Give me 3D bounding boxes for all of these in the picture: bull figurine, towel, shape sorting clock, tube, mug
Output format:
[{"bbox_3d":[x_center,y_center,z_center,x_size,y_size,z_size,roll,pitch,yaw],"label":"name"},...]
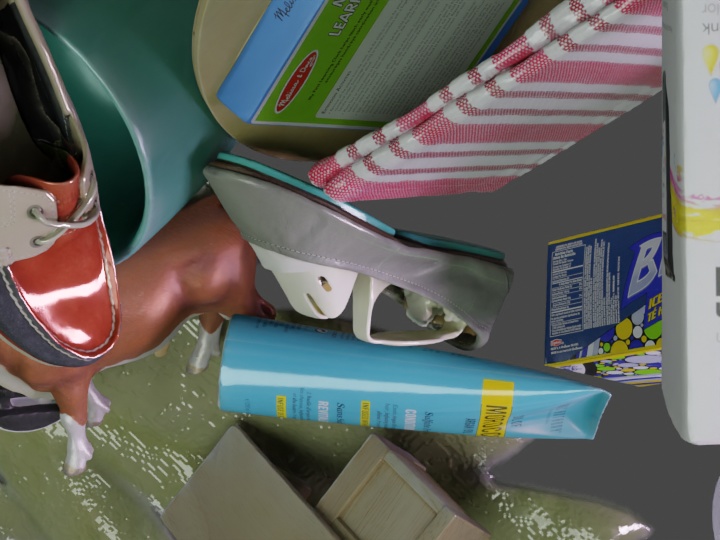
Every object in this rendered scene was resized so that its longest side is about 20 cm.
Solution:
[{"bbox_3d":[-0.138,0.031,0.915,0.199,0.065,0.122,-22,122,-6],"label":"bull figurine"},{"bbox_3d":[0.087,-0.087,0.758,0.199,0.146,0.030,-31,77,32],"label":"towel"},{"bbox_3d":[0.017,-0.125,0.753,0.039,0.199,0.201,55,130,28],"label":"shape sorting clock"},{"bbox_3d":[0.027,0.061,0.887,0.198,0.051,0.078,8,163,3],"label":"tube"},{"bbox_3d":[-0.137,-0.090,0.810,0.184,0.115,0.152,-19,114,47],"label":"mug"}]

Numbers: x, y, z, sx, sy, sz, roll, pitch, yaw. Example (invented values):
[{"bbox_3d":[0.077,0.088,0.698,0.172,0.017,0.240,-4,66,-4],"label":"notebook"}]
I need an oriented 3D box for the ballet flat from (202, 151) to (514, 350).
[{"bbox_3d":[0.000,0.000,0.818,0.067,0.199,0.064,18,90,46],"label":"ballet flat"}]

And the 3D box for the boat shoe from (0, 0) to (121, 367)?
[{"bbox_3d":[-0.142,-0.044,0.713,0.062,0.071,0.201,4,122,41],"label":"boat shoe"}]

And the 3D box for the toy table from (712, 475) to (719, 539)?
[{"bbox_3d":[0.218,0.186,0.828,0.183,0.117,0.201,-10,120,48],"label":"toy table"}]

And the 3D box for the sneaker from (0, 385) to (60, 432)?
[{"bbox_3d":[-0.191,-0.015,0.959,0.075,0.081,0.202,4,108,-24],"label":"sneaker"}]

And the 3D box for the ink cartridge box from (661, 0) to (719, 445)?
[{"bbox_3d":[0.182,-0.045,0.613,0.146,0.086,0.202,-2,99,7],"label":"ink cartridge box"}]

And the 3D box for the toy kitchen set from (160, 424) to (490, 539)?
[{"bbox_3d":[-0.010,0.199,1.003,0.200,0.180,0.163,-52,47,3],"label":"toy kitchen set"}]

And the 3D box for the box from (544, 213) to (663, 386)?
[{"bbox_3d":[0.177,0.005,0.762,0.199,0.070,0.065,-14,69,48],"label":"box"}]
